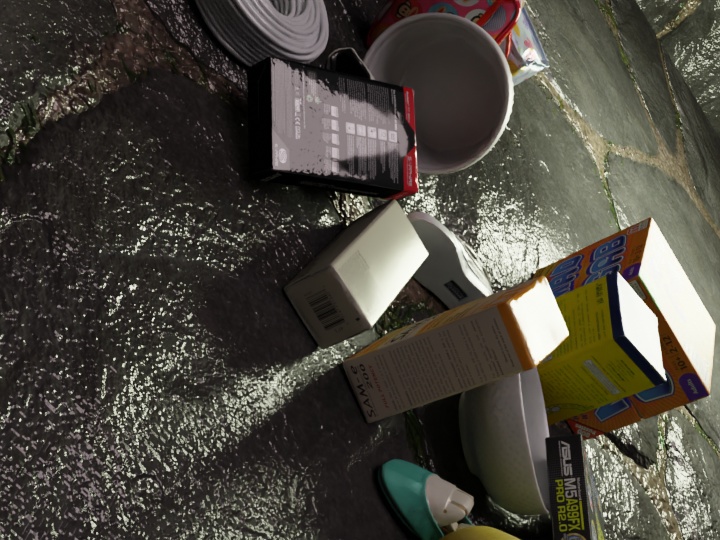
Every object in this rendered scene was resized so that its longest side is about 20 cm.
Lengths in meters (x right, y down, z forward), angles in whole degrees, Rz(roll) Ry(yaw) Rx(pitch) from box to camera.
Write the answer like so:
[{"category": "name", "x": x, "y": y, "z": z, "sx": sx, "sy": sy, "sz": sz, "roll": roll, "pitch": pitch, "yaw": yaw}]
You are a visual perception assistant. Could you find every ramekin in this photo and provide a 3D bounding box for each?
[{"category": "ramekin", "x": 0.103, "y": -0.226, "z": 1.383, "sx": 0.201, "sy": 0.200, "sz": 0.105, "roll": 63, "pitch": 20, "yaw": 0}]

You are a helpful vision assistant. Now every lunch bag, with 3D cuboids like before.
[{"category": "lunch bag", "x": 0.124, "y": -0.335, "z": 1.471, "sx": 0.176, "sy": 0.200, "sz": 0.082, "roll": 37, "pitch": 34, "yaw": -9}, {"category": "lunch bag", "x": 0.157, "y": -0.351, "z": 1.585, "sx": 0.127, "sy": 0.169, "sz": 0.200, "roll": -18, "pitch": 82, "yaw": -59}]

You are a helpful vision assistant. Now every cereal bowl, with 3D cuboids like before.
[{"category": "cereal bowl", "x": 0.163, "y": 0.180, "z": 1.234, "sx": 0.200, "sy": 0.083, "sz": 0.201, "roll": -9, "pitch": 90, "yaw": -74}]

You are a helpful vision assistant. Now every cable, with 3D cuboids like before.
[{"category": "cable", "x": -0.118, "y": -0.320, "z": 1.229, "sx": 0.200, "sy": 0.069, "sz": 0.200, "roll": -11, "pitch": 77, "yaw": -59}]

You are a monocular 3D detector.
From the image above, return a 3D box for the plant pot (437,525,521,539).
[{"category": "plant pot", "x": 0.120, "y": 0.325, "z": 1.003, "sx": 0.200, "sy": 0.200, "sz": 0.142, "roll": 37, "pitch": 15, "yaw": -38}]

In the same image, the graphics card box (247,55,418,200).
[{"category": "graphics card box", "x": -0.028, "y": -0.150, "z": 1.172, "sx": 0.200, "sy": 0.051, "sz": 0.126, "roll": 4, "pitch": 80, "yaw": -39}]

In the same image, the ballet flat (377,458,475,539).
[{"category": "ballet flat", "x": 0.098, "y": 0.263, "z": 1.106, "sx": 0.200, "sy": 0.070, "sz": 0.067, "roll": 55, "pitch": 31, "yaw": -13}]

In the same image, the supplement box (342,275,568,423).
[{"category": "supplement box", "x": 0.099, "y": 0.081, "z": 1.120, "sx": 0.126, "sy": 0.200, "sz": 0.074, "roll": -25, "pitch": 92, "yaw": -62}]

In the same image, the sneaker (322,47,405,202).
[{"category": "sneaker", "x": 0.003, "y": -0.173, "z": 1.277, "sx": 0.200, "sy": 0.074, "sz": 0.080, "roll": 63, "pitch": -9, "yaw": 11}]

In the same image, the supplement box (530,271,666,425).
[{"category": "supplement box", "x": 0.267, "y": 0.107, "z": 1.364, "sx": 0.110, "sy": 0.200, "sz": 0.109, "roll": 43, "pitch": 36, "yaw": -32}]

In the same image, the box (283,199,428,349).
[{"category": "box", "x": 0.000, "y": 0.000, "z": 1.161, "sx": 0.082, "sy": 0.068, "sz": 0.200, "roll": 59, "pitch": 29, "yaw": -8}]

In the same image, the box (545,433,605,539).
[{"category": "box", "x": 0.261, "y": 0.309, "z": 1.277, "sx": 0.200, "sy": 0.044, "sz": 0.161, "roll": 63, "pitch": 23, "yaw": -50}]

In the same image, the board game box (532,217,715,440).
[{"category": "board game box", "x": 0.366, "y": 0.083, "z": 1.542, "sx": 0.200, "sy": 0.200, "sz": 0.200, "roll": 57, "pitch": 30, "yaw": -11}]

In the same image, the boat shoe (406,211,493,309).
[{"category": "boat shoe", "x": 0.111, "y": -0.013, "z": 1.346, "sx": 0.200, "sy": 0.072, "sz": 0.066, "roll": 44, "pitch": 31, "yaw": -32}]
